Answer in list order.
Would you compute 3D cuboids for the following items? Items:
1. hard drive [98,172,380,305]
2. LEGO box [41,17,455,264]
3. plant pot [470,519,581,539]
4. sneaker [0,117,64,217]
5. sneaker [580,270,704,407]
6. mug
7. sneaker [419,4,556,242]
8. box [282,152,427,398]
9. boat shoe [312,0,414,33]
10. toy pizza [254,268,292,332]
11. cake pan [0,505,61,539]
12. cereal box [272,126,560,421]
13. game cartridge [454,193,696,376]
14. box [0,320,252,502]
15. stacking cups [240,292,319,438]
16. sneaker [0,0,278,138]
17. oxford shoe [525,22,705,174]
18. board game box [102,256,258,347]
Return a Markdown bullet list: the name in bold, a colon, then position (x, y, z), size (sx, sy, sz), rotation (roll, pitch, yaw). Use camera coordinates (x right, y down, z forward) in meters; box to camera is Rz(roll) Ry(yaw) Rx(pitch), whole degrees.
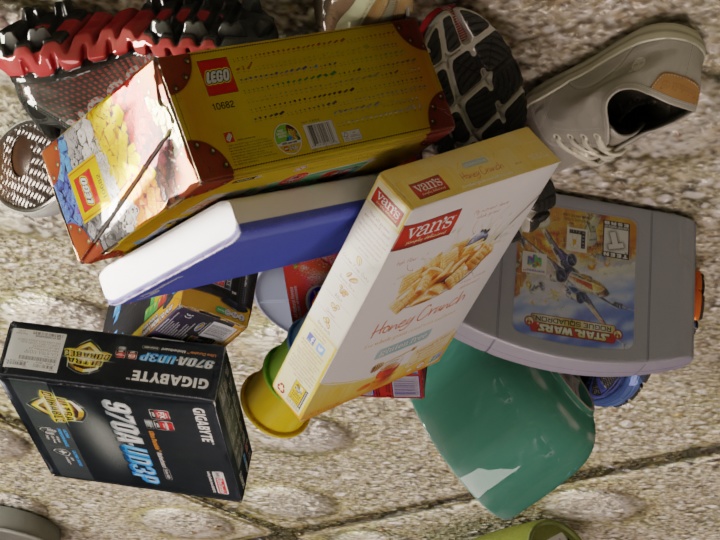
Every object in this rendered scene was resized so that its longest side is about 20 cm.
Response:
- **hard drive**: position (-0.049, -0.024, 1.078), size (0.131, 0.026, 0.199), rotation (-26, 172, 42)
- **LEGO box**: position (-0.067, -0.079, 1.037), size (0.199, 0.078, 0.149), rotation (-15, 172, -40)
- **plant pot**: position (0.179, 0.379, 2.017), size (0.186, 0.188, 0.200), rotation (18, 136, -25)
- **sneaker**: position (-0.189, -0.078, 1.247), size (0.199, 0.074, 0.084), rotation (-6, 175, 43)
- **sneaker**: position (0.217, 0.048, 1.444), size (0.078, 0.076, 0.200), rotation (19, 144, -8)
- **mug**: position (0.121, 0.103, 1.450), size (0.114, 0.186, 0.152), rotation (-36, 148, 13)
- **sneaker**: position (0.067, -0.100, 1.157), size (0.077, 0.085, 0.201), rotation (-34, 136, -11)
- **box**: position (0.000, 0.000, 1.294), size (0.099, 0.096, 0.201), rotation (1, 139, 8)
- **boat shoe**: position (0.023, -0.196, 0.987), size (0.075, 0.072, 0.200), rotation (-4, 168, -12)
- **toy pizza**: position (0.006, 0.011, 1.432), size (0.198, 0.032, 0.201), rotation (3, 150, 2)
- **cake pan**: position (-0.471, 0.341, 2.184), size (0.198, 0.037, 0.201), rotation (4, 153, 2)
- **cereal box**: position (0.034, 0.003, 1.111), size (0.143, 0.040, 0.201), rotation (-20, 150, -41)
- **game cartridge**: position (0.158, 0.010, 1.290), size (0.198, 0.134, 0.042), rotation (9, 154, -9)
- **box**: position (-0.169, 0.107, 1.267), size (0.157, 0.046, 0.200), rotation (7, 153, 5)
- **stacking cups**: position (-0.017, 0.047, 1.236), size (0.060, 0.061, 0.200), rotation (17, 137, -24)
- **sneaker**: position (-0.140, -0.126, 1.108), size (0.199, 0.071, 0.099), rotation (-3, 119, 20)
- **oxford shoe**: position (0.158, -0.100, 1.154), size (0.075, 0.058, 0.200), rotation (14, 155, -26)
- **board game box**: position (-0.131, -0.006, 1.272), size (0.056, 0.167, 0.200), rotation (19, 151, -21)
